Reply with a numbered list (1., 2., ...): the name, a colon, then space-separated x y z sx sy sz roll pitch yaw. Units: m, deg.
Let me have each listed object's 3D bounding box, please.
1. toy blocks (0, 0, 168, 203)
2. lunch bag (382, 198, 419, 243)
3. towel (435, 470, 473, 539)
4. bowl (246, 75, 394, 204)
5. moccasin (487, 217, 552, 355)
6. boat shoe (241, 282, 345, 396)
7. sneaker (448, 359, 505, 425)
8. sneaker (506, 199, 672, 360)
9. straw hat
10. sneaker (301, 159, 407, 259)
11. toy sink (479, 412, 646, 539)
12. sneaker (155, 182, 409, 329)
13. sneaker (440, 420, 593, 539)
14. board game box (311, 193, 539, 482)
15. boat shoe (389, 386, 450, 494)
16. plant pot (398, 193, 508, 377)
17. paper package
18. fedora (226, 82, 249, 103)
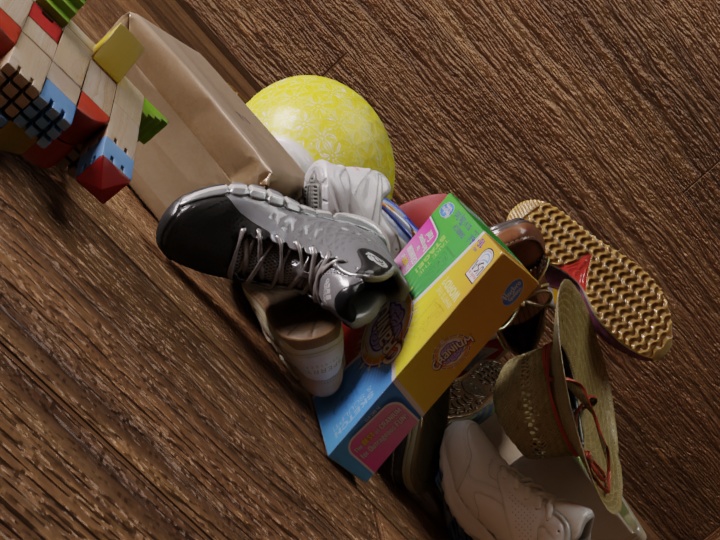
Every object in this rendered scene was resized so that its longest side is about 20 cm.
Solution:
1. toy blocks: -0.211 -0.121 0.651 0.200 0.099 0.137 46 18 -29
2. lunch bag: 0.030 0.033 1.029 0.200 0.160 0.076 48 7 -2
3. towel: 0.120 0.253 0.986 0.147 0.024 0.200 50 8 -16
4. bowl: -0.071 -0.098 1.079 0.201 0.200 0.108 49 25 3
5. moccasin: 0.139 0.020 0.937 0.202 0.073 0.078 81 -7 -60
6. boat shoe: -0.055 0.038 0.874 0.200 0.071 0.066 -126 -158 -62
7. sneaker: 0.102 0.166 1.147 0.067 0.091 0.199 36 29 30
8. sneaker: 0.220 0.017 1.010 0.200 0.075 0.090 46 -16 17
9. straw hat: 0.162 0.116 0.897 0.201 0.084 0.203 47 36 -49
10. sneaker: 0.000 0.000 0.952 0.098 0.203 0.078 -2 10 -23
11. toy sink: 0.200 0.238 1.022 0.201 0.112 0.130 51 8 -9
12. sneaker: -0.049 -0.007 0.777 0.198 0.076 0.116 4 26 -26
13. sneaker: 0.142 0.204 0.848 0.078 0.099 0.201 0 56 -58
14. board game box: 0.040 0.047 0.818 0.040 0.201 0.153 36 10 -21
15. boat shoe: 0.044 0.111 0.926 0.201 0.064 0.074 -76 154 -43
16. plant pot: 0.081 0.041 1.232 0.184 0.199 0.200 61 11 22
17. paper package: -0.150 -0.115 0.927 0.191 0.103 0.200 50 7 3
18. fedora: -0.139 -0.151 1.286 0.201 0.082 0.201 46 4 -4
